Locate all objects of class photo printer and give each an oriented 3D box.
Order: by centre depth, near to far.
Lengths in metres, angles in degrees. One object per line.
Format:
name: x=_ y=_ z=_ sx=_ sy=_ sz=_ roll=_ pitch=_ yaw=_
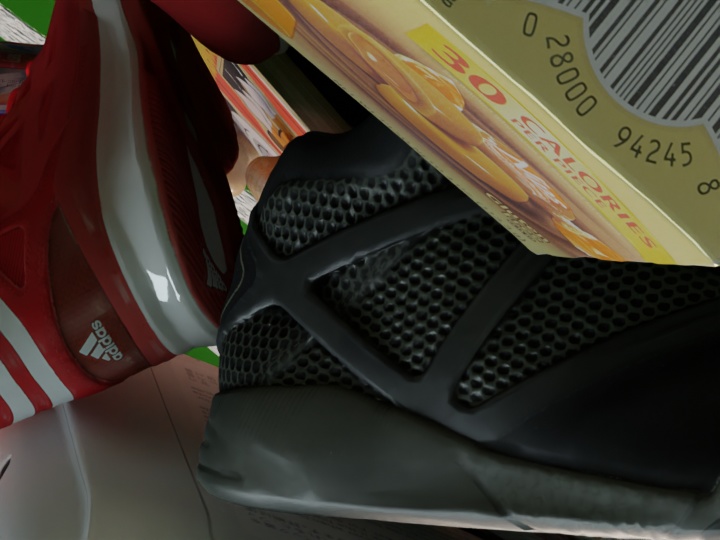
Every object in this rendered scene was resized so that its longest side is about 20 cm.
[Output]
photo printer: x=-0.017 y=0.088 z=0.726 sx=0.166 sy=0.070 sz=0.200 roll=22 pitch=-171 yaw=-16

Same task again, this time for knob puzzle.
knob puzzle: x=0.000 y=0.000 z=0.900 sx=0.220 sy=0.030 sz=0.220 roll=48 pitch=173 yaw=8

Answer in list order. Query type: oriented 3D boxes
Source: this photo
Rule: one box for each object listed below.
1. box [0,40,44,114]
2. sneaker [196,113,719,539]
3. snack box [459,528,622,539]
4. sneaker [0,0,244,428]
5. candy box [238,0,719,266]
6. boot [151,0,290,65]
box: x=-0.113 y=-0.027 z=0.941 sx=0.102 sy=0.095 sz=0.200 roll=5 pitch=-174 yaw=-6
sneaker: x=0.061 y=0.002 z=0.595 sx=0.199 sy=0.115 sz=0.076 roll=4 pitch=178 yaw=26
snack box: x=0.079 y=0.068 z=0.705 sx=0.200 sy=0.024 sz=0.072 roll=25 pitch=161 yaw=-6
sneaker: x=-0.096 y=-0.024 z=0.754 sx=0.200 sy=0.115 sz=0.078 roll=-103 pitch=-13 yaw=-66
candy box: x=-0.011 y=-0.083 z=0.498 sx=0.200 sy=0.055 sz=0.115 roll=41 pitch=173 yaw=-10
boot: x=-0.102 y=-0.075 z=0.645 sx=0.072 sy=0.144 sz=0.200 roll=29 pitch=169 yaw=44
